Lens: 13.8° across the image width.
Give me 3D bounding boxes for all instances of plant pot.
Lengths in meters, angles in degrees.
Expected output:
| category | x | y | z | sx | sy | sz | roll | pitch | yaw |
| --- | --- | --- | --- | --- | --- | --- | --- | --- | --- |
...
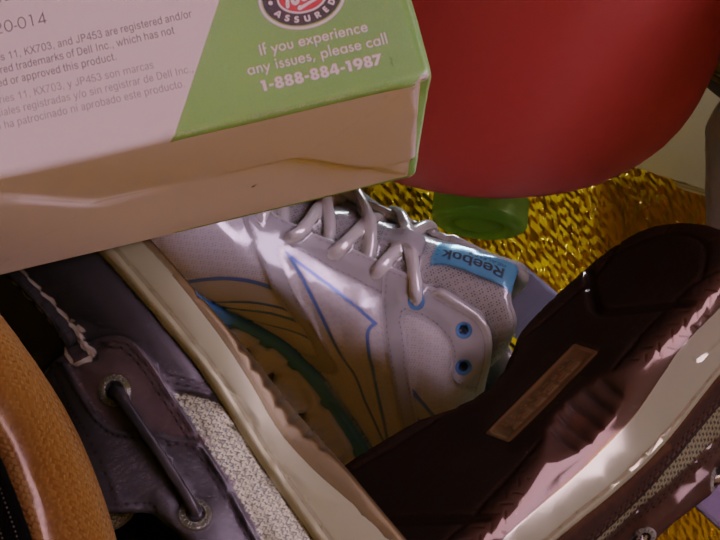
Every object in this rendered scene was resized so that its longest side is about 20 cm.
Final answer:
| category | x | y | z | sx | sy | sz | roll | pitch | yaw |
| --- | --- | --- | --- | --- | --- | --- | --- | --- | --- |
| plant pot | 0.044 | -0.148 | 0.827 | 0.200 | 0.177 | 0.201 | 12 | 53 | -16 |

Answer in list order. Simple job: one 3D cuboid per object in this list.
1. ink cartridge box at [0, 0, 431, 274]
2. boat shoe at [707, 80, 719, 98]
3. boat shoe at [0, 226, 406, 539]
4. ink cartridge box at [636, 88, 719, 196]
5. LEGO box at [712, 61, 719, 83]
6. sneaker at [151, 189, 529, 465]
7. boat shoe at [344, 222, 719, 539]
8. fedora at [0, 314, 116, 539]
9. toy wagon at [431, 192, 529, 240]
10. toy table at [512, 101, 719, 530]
| category | x | y | z | sx | sy | sz | roll | pitch | yaw |
| --- | --- | --- | --- | --- | --- | --- | --- | --- | --- |
| ink cartridge box | -0.063 | -0.112 | 0.724 | 0.067 | 0.117 | 0.201 | 92 | -16 | -71 |
| boat shoe | 0.172 | -0.056 | 1.005 | 0.200 | 0.067 | 0.057 | 34 | 13 | 6 |
| boat shoe | -0.053 | 0.051 | 0.735 | 0.066 | 0.072 | 0.201 | -40 | 80 | -25 |
| ink cartridge box | 0.204 | -0.114 | 1.115 | 0.145 | 0.144 | 0.201 | -1 | 109 | -56 |
| LEGO box | 0.163 | -0.118 | 0.870 | 0.200 | 0.077 | 0.150 | -119 | -145 | -78 |
| sneaker | 0.000 | 0.000 | 0.865 | 0.200 | 0.086 | 0.075 | 47 | 38 | -27 |
| boat shoe | 0.044 | 0.076 | 0.820 | 0.202 | 0.075 | 0.075 | -38 | 121 | -14 |
| fedora | -0.129 | 0.079 | 0.618 | 0.200 | 0.082 | 0.201 | 31 | 50 | -48 |
| toy wagon | 0.015 | -0.105 | 0.964 | 0.200 | 0.039 | 0.156 | 25 | 65 | -48 |
| toy table | 0.144 | 0.032 | 0.942 | 0.200 | 0.117 | 0.184 | 44 | 2 | 21 |
